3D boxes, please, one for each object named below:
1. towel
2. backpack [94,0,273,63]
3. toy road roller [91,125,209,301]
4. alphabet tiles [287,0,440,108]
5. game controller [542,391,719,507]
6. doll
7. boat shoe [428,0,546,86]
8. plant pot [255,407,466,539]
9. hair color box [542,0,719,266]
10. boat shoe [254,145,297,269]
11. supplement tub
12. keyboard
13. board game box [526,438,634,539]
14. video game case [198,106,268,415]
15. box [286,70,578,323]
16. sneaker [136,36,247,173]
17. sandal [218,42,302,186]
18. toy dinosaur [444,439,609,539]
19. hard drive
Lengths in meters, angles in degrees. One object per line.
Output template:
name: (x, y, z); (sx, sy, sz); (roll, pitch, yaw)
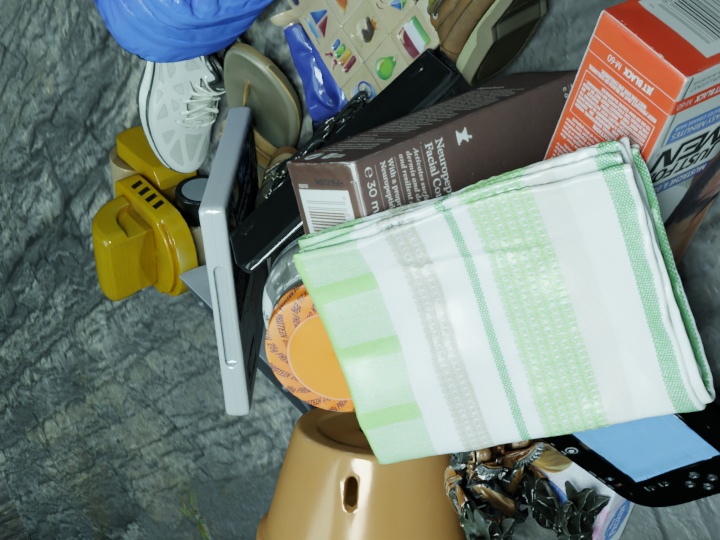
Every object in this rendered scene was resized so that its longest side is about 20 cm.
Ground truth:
towel: (0.072, 0.027, 0.604); (0.197, 0.031, 0.151); (-15, 104, 24)
backpack: (-0.156, -0.283, 0.927); (0.167, 0.161, 0.203); (-22, 91, 56)
toy road roller: (-0.235, -0.052, 1.215); (0.200, 0.145, 0.124); (39, 139, 38)
alphabet tiles: (-0.002, -0.238, 0.825); (0.167, 0.007, 0.202); (-41, 74, 43)
game controller: (0.162, 0.089, 0.683); (0.104, 0.199, 0.042); (-34, 36, 29)
doll: (-0.011, -0.121, 0.919); (0.136, 0.048, 0.203); (-8, 103, 59)
boat shoe: (0.091, -0.196, 0.682); (0.068, 0.071, 0.200); (53, 145, 12)
plant pot: (0.007, 0.203, 0.990); (0.199, 0.198, 0.142); (19, 109, 51)
hair color box: (0.158, -0.060, 0.637); (0.064, 0.110, 0.201); (47, 145, 26)
boat shoe: (-0.051, -0.028, 1.031); (0.202, 0.074, 0.075); (86, 180, -47)
supplement tub: (0.000, 0.000, 0.816); (0.120, 0.201, 0.124); (6, 124, 9)
keyboard: (-0.017, -0.081, 0.801); (0.021, 0.200, 0.127); (45, -172, -25)
board game box: (0.134, 0.078, 0.832); (0.200, 0.041, 0.201); (44, 142, 33)
video game case: (-0.101, -0.013, 0.939); (0.201, 0.023, 0.184); (-88, -5, -61)
box: (0.061, -0.050, 0.708); (0.074, 0.198, 0.102); (7, 117, 52)
sneaker: (-0.158, -0.170, 1.086); (0.115, 0.075, 0.203); (37, 136, 42)
sandal: (-0.101, -0.114, 1.036); (0.080, 0.054, 0.202); (27, 138, 14)
toy dinosaur: (0.105, 0.158, 0.831); (0.136, 0.101, 0.201); (46, 165, 56)
hard drive: (-0.094, 0.078, 1.138); (0.200, 0.042, 0.135); (40, 167, 37)
